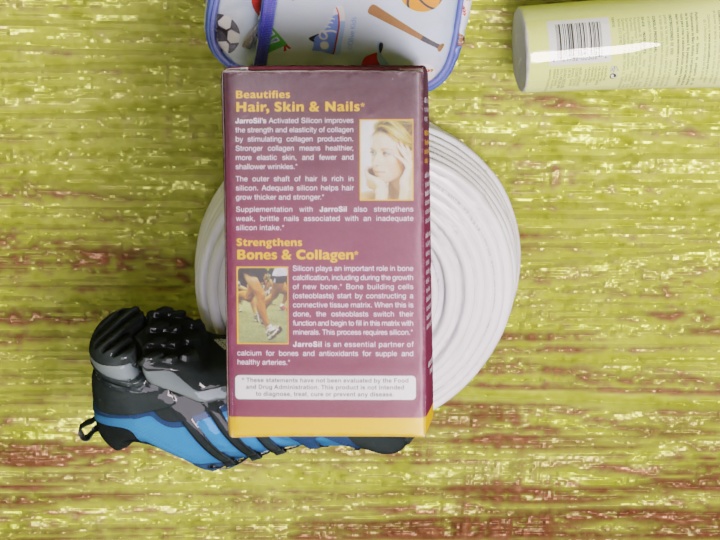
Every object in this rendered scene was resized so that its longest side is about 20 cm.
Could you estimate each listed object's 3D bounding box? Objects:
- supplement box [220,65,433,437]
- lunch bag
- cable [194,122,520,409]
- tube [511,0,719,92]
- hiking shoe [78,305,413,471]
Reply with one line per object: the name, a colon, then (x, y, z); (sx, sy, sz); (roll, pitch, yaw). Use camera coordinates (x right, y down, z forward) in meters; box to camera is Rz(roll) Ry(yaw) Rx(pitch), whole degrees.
supplement box: (-0.016, -0.012, 1.377); (0.110, 0.086, 0.201); (0, 94, 4)
lunch bag: (-0.012, -0.194, 1.414); (0.159, 0.076, 0.201); (8, 114, -5)
cable: (0.000, 0.000, 1.511); (0.200, 0.069, 0.200); (36, 109, -19)
tube: (0.190, -0.135, 1.474); (0.199, 0.052, 0.058); (-4, 158, -6)
hiking shoe: (-0.064, 0.079, 1.479); (0.199, 0.075, 0.087); (13, 127, 4)
